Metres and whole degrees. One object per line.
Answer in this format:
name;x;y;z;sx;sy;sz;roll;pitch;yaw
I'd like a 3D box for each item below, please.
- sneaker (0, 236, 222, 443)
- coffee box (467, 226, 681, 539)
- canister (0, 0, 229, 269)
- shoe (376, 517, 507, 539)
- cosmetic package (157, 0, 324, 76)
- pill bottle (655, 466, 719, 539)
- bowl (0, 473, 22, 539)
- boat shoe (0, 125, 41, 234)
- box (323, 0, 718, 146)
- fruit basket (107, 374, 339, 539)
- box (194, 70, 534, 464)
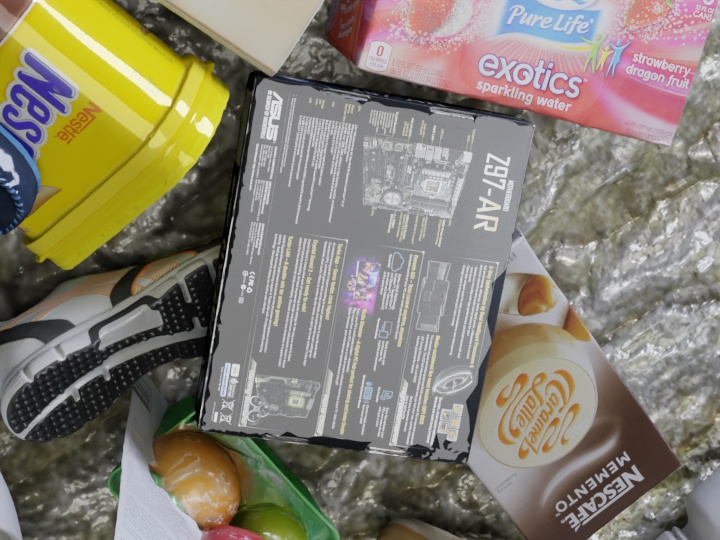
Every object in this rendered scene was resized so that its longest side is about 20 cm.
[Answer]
sneaker;-0.133;0.020;0.869;0.199;0.080;0.074;-26;134;-23
coffee box;0.101;0.073;0.938;0.114;0.080;0.200;-38;113;2
canister;-0.192;-0.108;0.776;0.200;0.087;0.148;39;130;-22
shoe;0.094;0.219;1.007;0.200;0.070;0.054;37;55;-18
cosmetic package;-0.115;-0.193;0.780;0.199;0.105;0.071;32;99;-23
pill bottle;0.295;0.165;1.000;0.200;0.113;0.113;-43;113;3
bowl;-0.292;0.144;0.830;0.198;0.200;0.075;-4;67;-14
boat shoe;-0.257;-0.064;0.722;0.199;0.069;0.084;25;128;-16
box;0.092;-0.150;0.849;0.199;0.095;0.103;13;105;-18
fruit basket;-0.085;0.166;0.863;0.093;0.200;0.185;-33;115;15
box;0.000;0.000;0.830;0.159;0.044;0.201;8;101;-11
